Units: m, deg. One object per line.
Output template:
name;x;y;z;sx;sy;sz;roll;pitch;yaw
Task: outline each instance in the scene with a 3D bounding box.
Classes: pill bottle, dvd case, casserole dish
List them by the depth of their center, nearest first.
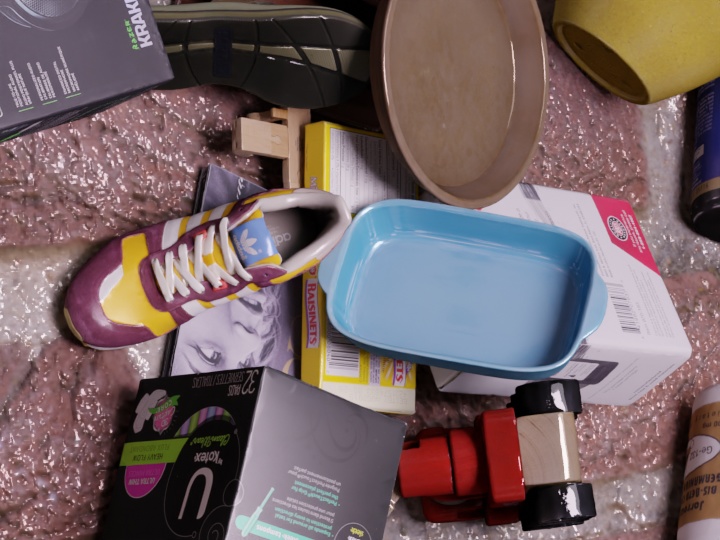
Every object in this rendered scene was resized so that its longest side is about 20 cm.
casserole dish;0.070;0.018;1.523;0.039;0.199;0.121;83;21;-57
dvd case;-0.066;0.043;1.549;0.148;0.016;0.201;25;64;-34
pill bottle;0.310;0.198;1.764;0.114;0.114;0.201;26;62;-33
pill bottle;0.339;-0.128;1.877;0.112;0.112;0.201;21;66;-35

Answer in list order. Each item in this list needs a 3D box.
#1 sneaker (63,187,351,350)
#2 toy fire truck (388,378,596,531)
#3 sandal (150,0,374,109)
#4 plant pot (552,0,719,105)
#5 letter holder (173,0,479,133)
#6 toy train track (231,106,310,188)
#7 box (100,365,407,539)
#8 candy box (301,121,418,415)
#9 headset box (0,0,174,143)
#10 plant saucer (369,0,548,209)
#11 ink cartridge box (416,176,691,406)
sneaker;-0.101;-0.009;1.464;0.200;0.090;0.075;-26;92;-27
toy fire truck;0.059;0.157;1.559;0.199;0.176;0.129;-6;81;0
sandal;-0.083;-0.162;1.522;0.200;0.080;0.057;5;40;-14
plant pot;0.237;-0.217;1.782;0.200;0.200;0.142;43;81;-24
letter holder;-0.022;-0.198;1.595;0.200;0.100;0.143;24;66;-34
toy train track;-0.025;-0.084;1.608;0.200;0.032;0.115;8;78;-46
box;-0.078;0.177;1.407;0.124;0.148;0.201;24;70;-34
candy box;0.000;0.000;1.579;0.102;0.026;0.201;10;79;-49
headset box;-0.245;-0.168;1.401;0.200;0.093;0.175;-21;92;-41
plant saucer;0.068;-0.143;1.574;0.200;0.029;0.201;1;89;-52
ink cartridge box;0.131;0.015;1.653;0.200;0.083;0.146;7;52;-38
